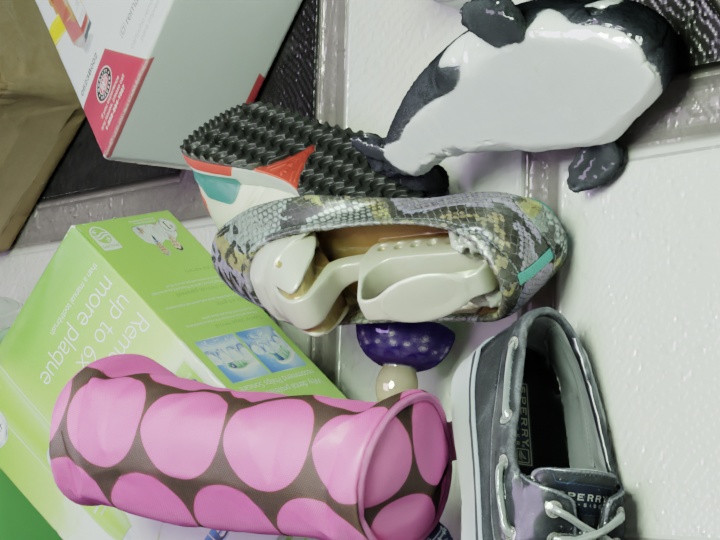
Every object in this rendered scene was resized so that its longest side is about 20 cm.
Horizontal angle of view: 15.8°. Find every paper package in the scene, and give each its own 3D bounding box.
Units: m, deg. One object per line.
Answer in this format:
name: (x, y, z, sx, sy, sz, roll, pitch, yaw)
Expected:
paper package: (-0.278, -0.139, 1.791, 0.191, 0.103, 0.200, -54, 43, 42)

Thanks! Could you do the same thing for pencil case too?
pencil case: (-0.050, 0.086, 1.247, 0.200, 0.094, 0.091, 8, 121, 33)

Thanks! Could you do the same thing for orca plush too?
orca plush: (0.086, -0.089, 1.229, 0.105, 0.071, 0.200, 43, 144, -2)

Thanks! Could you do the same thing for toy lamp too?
toy lamp: (0.009, 0.123, 1.281, 0.058, 0.058, 0.200, -13, 63, 58)

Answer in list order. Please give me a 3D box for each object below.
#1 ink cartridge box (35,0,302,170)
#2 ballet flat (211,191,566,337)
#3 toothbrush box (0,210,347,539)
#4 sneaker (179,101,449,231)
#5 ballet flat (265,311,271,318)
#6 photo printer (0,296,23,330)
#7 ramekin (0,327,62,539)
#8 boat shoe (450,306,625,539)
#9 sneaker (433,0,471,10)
ink cartridge box: (-0.123, -0.178, 1.550, 0.145, 0.083, 0.200, -63, 37, 33)
ballet flat: (0.000, 0.000, 1.254, 0.200, 0.072, 0.072, -5, 81, 32)
toothbrush box: (-0.100, 0.088, 1.385, 0.200, 0.086, 0.146, 46, 119, 20)
sneaker: (-0.013, -0.021, 1.377, 0.200, 0.070, 0.093, 24, 141, 44)
ballet flat: (-0.072, 0.096, 1.460, 0.074, 0.074, 0.200, 39, 121, 54)
photo printer: (-0.280, 0.100, 1.706, 0.200, 0.069, 0.167, -30, -50, -74)
ramekin: (-0.173, 0.136, 1.579, 0.200, 0.098, 0.200, -12, 75, 58)
boat shoe: (0.089, 0.112, 1.170, 0.068, 0.072, 0.200, -46, 41, 49)
sneaker: (0.061, -0.187, 1.233, 0.200, 0.088, 0.075, -44, 48, 48)
